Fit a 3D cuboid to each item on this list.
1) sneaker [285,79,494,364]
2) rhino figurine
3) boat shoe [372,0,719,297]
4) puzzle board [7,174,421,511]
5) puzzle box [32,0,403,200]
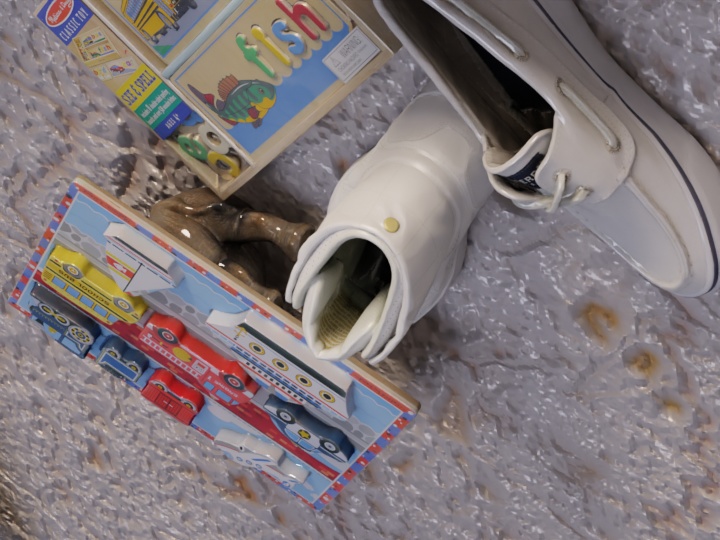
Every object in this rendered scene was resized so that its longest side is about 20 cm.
[{"bbox_3d":[0.000,0.000,1.134,0.073,0.116,0.200,35,151,5],"label":"sneaker"},{"bbox_3d":[-0.070,0.029,1.304,0.087,0.060,0.201,26,148,16],"label":"rhino figurine"},{"bbox_3d":[0.079,-0.057,1.019,0.072,0.066,0.200,-9,124,52],"label":"boat shoe"},{"bbox_3d":[-0.079,0.043,1.258,0.199,0.017,0.151,34,150,-4],"label":"puzzle board"},{"bbox_3d":[-0.066,-0.116,1.144,0.133,0.025,0.200,45,150,-6],"label":"puzzle box"}]
